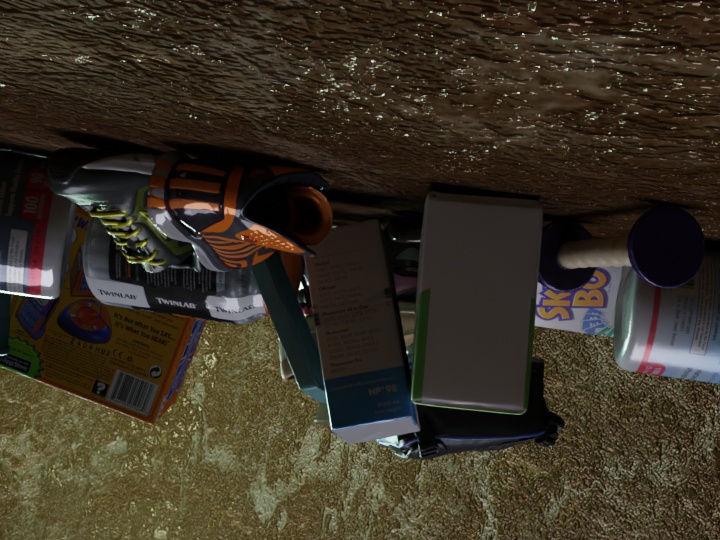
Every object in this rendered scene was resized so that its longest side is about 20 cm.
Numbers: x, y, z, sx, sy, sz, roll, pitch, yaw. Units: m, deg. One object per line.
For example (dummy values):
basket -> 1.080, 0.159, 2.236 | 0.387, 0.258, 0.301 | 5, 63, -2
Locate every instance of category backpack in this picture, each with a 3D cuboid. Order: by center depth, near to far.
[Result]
backpack -> 0.103, 0.132, 1.113 | 0.181, 0.149, 0.200 | -3, 169, -11

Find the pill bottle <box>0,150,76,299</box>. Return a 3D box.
pill bottle -> -0.346, -0.048, 0.841 | 0.198, 0.121, 0.120 | 8, 178, -14

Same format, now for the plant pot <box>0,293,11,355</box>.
plant pot -> -0.451, -0.020, 1.023 | 0.198, 0.190, 0.200 | 7, 178, 0

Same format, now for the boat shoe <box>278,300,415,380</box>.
boat shoe -> 0.011, 0.071, 0.960 | 0.198, 0.065, 0.071 | -10, 163, 29

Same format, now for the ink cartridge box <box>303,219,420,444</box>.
ink cartridge box -> -0.001, 0.035, 0.832 | 0.066, 0.202, 0.116 | -11, 165, 4

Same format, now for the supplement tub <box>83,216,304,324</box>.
supplement tub -> -0.163, -0.014, 0.999 | 0.198, 0.124, 0.123 | 8, 178, 11

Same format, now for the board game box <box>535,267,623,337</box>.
board game box -> 0.212, 0.016, 0.915 | 0.198, 0.096, 0.030 | 10, -139, -8

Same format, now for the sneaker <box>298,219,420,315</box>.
sneaker -> 0.000, 0.000, 1.013 | 0.078, 0.097, 0.199 | 5, 166, -36

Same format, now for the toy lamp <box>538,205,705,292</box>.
toy lamp -> 0.168, -0.012, 0.715 | 0.058, 0.059, 0.200 | 8, 176, -10

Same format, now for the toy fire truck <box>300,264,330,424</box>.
toy fire truck -> -0.020, 0.073, 1.189 | 0.128, 0.202, 0.176 | -24, -172, -18

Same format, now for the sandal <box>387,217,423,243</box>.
sandal -> 0.114, -0.011, 0.937 | 0.198, 0.055, 0.081 | 10, 177, -29

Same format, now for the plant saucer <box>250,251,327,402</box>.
plant saucer -> -0.071, 0.024, 0.878 | 0.019, 0.201, 0.070 | -26, 157, 6

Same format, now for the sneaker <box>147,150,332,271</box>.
sneaker -> -0.069, -0.034, 0.744 | 0.111, 0.078, 0.200 | 8, 178, 15

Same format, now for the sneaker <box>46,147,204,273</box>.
sneaker -> -0.163, -0.042, 0.768 | 0.074, 0.086, 0.200 | 6, 177, 26

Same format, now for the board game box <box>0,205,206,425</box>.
board game box -> -0.290, 0.041, 1.202 | 0.198, 0.202, 0.200 | 21, -179, -2

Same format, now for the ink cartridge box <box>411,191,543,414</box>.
ink cartridge box -> 0.084, 0.026, 0.771 | 0.083, 0.147, 0.200 | 4, 177, 3

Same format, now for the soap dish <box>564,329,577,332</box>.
soap dish -> 0.177, 0.018, 1.096 | 0.156, 0.082, 0.200 | 8, 179, 6

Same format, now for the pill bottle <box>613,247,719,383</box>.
pill bottle -> 0.314, 0.040, 0.814 | 0.198, 0.110, 0.109 | 8, 178, 8
